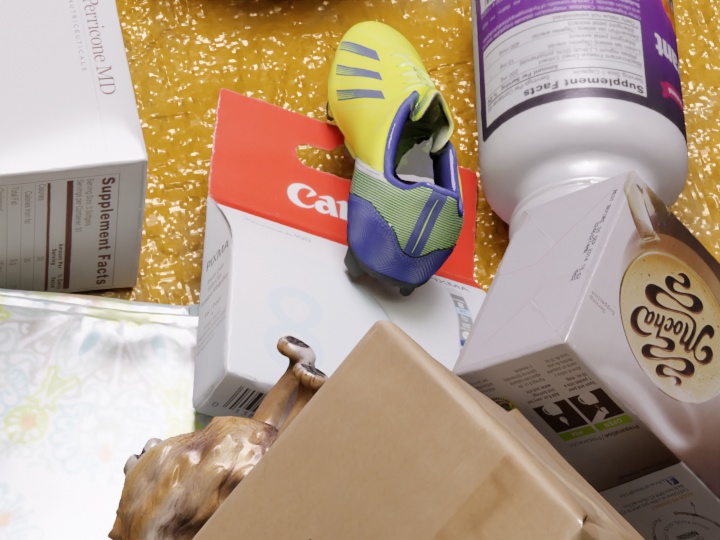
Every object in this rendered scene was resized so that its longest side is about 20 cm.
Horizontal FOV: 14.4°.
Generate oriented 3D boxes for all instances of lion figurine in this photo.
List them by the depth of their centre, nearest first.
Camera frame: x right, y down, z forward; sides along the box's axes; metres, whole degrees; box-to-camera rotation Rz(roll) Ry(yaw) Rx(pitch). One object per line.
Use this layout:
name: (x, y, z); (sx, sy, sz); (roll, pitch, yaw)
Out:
lion figurine: (-0.013, 0.103, 1.347); (0.200, 0.123, 0.072); (17, 15, -25)

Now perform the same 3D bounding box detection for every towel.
towel: (-0.141, 0.099, 1.402); (0.171, 0.048, 0.200); (4, 56, -1)

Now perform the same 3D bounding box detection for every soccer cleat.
soccer cleat: (0.025, -0.073, 1.464); (0.065, 0.084, 0.200); (19, 36, -18)

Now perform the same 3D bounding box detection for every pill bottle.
pill bottle: (0.116, -0.085, 1.515); (0.111, 0.112, 0.200); (2, 57, -5)

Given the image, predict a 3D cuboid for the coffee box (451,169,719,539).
coffee box: (0.149, 0.065, 1.375); (0.200, 0.080, 0.113); (45, 49, -23)

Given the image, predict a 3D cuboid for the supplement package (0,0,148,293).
supplement package: (-0.216, -0.058, 1.452); (0.199, 0.117, 0.117); (-7, 57, -12)

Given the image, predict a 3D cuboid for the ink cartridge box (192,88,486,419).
ink cartridge box: (0.000, 0.000, 1.452); (0.160, 0.047, 0.200); (17, 54, -21)

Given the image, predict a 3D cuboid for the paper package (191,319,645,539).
paper package: (0.018, 0.156, 1.237); (0.200, 0.103, 0.191); (-50, 41, 5)
